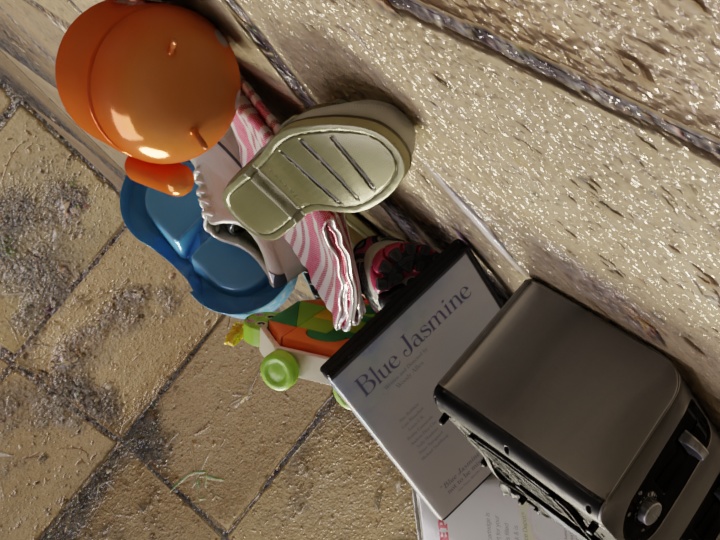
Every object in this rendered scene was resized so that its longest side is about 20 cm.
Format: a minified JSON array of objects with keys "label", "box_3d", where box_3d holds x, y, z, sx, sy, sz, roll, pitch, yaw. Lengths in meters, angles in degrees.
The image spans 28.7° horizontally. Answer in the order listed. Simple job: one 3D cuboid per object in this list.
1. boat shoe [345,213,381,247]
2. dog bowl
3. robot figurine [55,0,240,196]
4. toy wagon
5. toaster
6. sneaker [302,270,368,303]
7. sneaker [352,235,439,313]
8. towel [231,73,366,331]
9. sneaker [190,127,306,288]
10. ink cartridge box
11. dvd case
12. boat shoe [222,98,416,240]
[{"label":"boat shoe","box_3d":[0.000,0.000,1.292,0.199,0.067,0.074,40,173,8]},{"label":"dog bowl","box_3d":[-0.134,-0.035,1.300,0.200,0.111,0.050,43,173,23]},{"label":"robot figurine","box_3d":[-0.158,-0.141,1.052,0.116,0.145,0.200,25,-179,-29]},{"label":"toy wagon","box_3d":[-0.026,0.061,1.202,0.198,0.040,0.155,12,-160,23]},{"label":"toaster","box_3d":[0.159,0.119,0.977,0.199,0.119,0.181,33,169,44]},{"label":"sneaker","box_3d":[-0.034,-0.024,1.385,0.200,0.079,0.096,45,-170,-1]},{"label":"sneaker","box_3d":[0.070,0.040,1.128,0.200,0.081,0.075,49,170,-28]},{"label":"towel","box_3d":[-0.061,-0.061,1.101,0.201,0.030,0.147,53,165,34]},{"label":"sneaker","box_3d":[-0.115,-0.068,1.238,0.200,0.071,0.073,44,160,21]},{"label":"ink cartridge box","box_3d":[0.153,0.225,1.181,0.197,0.147,0.087,-2,-164,20]},{"label":"dvd case","box_3d":[0.069,0.088,1.082,0.018,0.142,0.201,38,168,50]},{"label":"boat shoe","box_3d":[-0.023,-0.079,0.921,0.075,0.069,0.199,47,151,-17]}]
